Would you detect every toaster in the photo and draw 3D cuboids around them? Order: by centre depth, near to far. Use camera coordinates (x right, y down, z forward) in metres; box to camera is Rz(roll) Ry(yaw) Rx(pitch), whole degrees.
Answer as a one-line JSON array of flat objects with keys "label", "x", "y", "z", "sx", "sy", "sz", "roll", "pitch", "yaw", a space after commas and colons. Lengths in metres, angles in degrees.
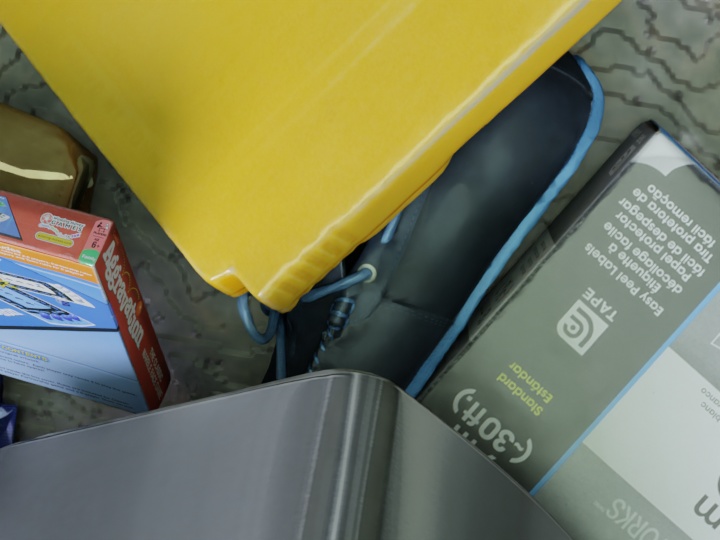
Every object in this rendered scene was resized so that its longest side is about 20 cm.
[{"label": "toaster", "x": -0.022, "y": 0.132, "z": 0.770, "sx": 0.199, "sy": 0.119, "sz": 0.181, "roll": -15, "pitch": 140, "yaw": 31}]

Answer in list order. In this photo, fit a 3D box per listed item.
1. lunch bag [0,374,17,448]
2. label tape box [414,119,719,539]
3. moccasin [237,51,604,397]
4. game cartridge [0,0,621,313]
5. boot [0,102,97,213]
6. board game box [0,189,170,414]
[{"label": "lunch bag", "x": -0.209, "y": 0.120, "z": 0.837, "sx": 0.169, "sy": 0.124, "sz": 0.201, "roll": 3, "pitch": 71, "yaw": 3}, {"label": "label tape box", "x": 0.085, "y": 0.071, "z": 0.853, "sx": 0.144, "sy": 0.063, "sz": 0.200, "roll": 41, "pitch": 97, "yaw": -4}, {"label": "moccasin", "x": 0.000, "y": 0.000, "z": 0.845, "sx": 0.068, "sy": 0.080, "sz": 0.200, "roll": 36, "pitch": 84, "yaw": -12}, {"label": "game cartridge", "x": -0.013, "y": -0.109, "z": 0.813, "sx": 0.200, "sy": 0.032, "sz": 0.176, "roll": -43, "pitch": 67, "yaw": 8}, {"label": "boot", "x": -0.180, "y": -0.068, "z": 0.804, "sx": 0.199, "sy": 0.175, "sz": 0.066, "roll": 23, "pitch": 64, "yaw": 1}, {"label": "board game box", "x": -0.163, "y": -0.008, "z": 0.810, "sx": 0.199, "sy": 0.103, "sz": 0.020, "roll": 15, "pitch": 64, "yaw": 15}]
